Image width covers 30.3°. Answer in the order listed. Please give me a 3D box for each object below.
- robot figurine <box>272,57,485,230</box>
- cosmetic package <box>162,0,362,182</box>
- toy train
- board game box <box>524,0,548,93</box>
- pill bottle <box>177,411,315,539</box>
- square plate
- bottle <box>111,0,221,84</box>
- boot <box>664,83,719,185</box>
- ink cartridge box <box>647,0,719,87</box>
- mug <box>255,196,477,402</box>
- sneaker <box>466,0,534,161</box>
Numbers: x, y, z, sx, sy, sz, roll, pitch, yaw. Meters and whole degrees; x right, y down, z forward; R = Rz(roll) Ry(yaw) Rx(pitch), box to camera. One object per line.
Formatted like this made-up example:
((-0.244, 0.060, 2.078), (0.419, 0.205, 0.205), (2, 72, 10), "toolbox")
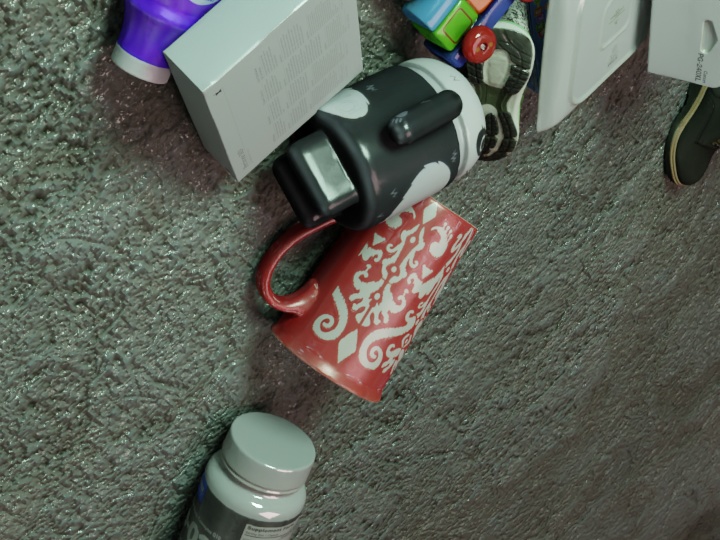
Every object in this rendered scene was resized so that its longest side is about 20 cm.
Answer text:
((0.022, -0.112, 1.205), (0.199, 0.150, 0.126), (-29, 129, -26), "robot figurine")
((-0.071, -0.166, 1.059), (0.151, 0.052, 0.200), (-45, 168, -10), "cosmetic package")
((0.111, -0.293, 1.184), (0.200, 0.085, 0.116), (-51, 132, 1), "toy train")
((0.234, -0.295, 1.347), (0.200, 0.037, 0.152), (-40, 145, -16), "board game box")
((-0.124, 0.258, 1.412), (0.113, 0.114, 0.201), (-6, 127, -45), "pill bottle")
((0.243, -0.256, 1.305), (0.200, 0.028, 0.199), (-43, 149, -30), "square plate")
((-0.124, -0.236, 0.975), (0.083, 0.065, 0.201), (6, 118, -49), "bottle")
((0.460, -0.163, 1.639), (0.077, 0.138, 0.201), (-25, 140, -30), "boot")
((0.359, -0.310, 1.358), (0.146, 0.083, 0.201), (78, 32, -52), "ink cartridge box")
((0.009, 0.007, 1.308), (0.201, 0.133, 0.177), (-56, 147, 4), "mug")
((0.137, -0.188, 1.316), (0.201, 0.076, 0.089), (107, 5, -54), "sneaker")
